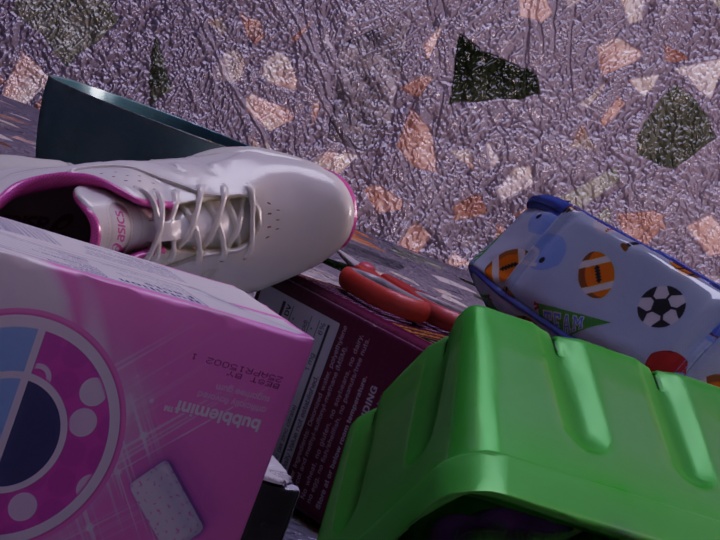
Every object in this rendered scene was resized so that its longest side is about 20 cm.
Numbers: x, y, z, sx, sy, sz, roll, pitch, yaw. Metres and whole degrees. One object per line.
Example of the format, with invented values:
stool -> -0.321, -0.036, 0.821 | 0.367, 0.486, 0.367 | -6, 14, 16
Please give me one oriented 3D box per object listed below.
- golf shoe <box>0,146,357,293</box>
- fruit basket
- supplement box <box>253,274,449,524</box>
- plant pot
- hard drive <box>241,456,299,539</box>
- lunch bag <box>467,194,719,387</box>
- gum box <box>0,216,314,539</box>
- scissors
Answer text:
golf shoe -> -0.094, -0.017, 0.718 | 0.198, 0.076, 0.091 | -4, 8, -13
fruit basket -> 0.089, 0.130, 0.519 | 0.214, 0.156, 0.217 | 19, 48, -22
supplement box -> 0.040, 0.085, 0.766 | 0.130, 0.104, 0.199 | 15, 8, -46
plant pot -> -0.159, -0.047, 1.171 | 0.198, 0.136, 0.200 | 20, 5, -2
hard drive -> -0.137, 0.061, 0.678 | 0.199, 0.038, 0.140 | 18, 5, -23
lunch bag -> 0.151, 0.050, 0.836 | 0.200, 0.076, 0.161 | 37, -12, 39
gum box -> -0.118, 0.044, 0.487 | 0.199, 0.114, 0.066 | 17, 6, -31
scissors -> 0.000, 0.000, 0.837 | 0.073, 0.014, 0.200 | 17, 7, -27
